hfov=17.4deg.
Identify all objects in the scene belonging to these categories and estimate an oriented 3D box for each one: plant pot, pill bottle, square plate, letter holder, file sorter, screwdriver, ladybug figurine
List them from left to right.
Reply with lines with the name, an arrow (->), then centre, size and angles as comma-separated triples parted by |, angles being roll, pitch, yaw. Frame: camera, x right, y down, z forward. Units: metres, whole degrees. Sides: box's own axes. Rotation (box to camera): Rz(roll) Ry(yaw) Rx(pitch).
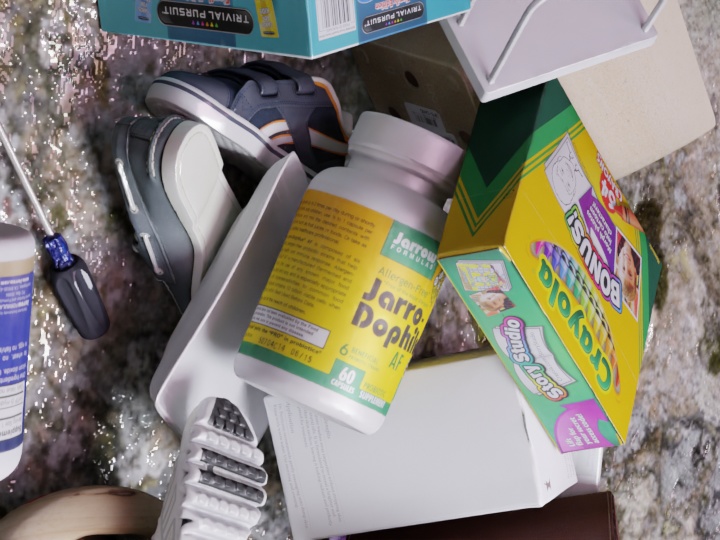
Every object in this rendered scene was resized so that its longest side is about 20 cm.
pill bottle -> -0.261, 0.072, 1.424 | 0.119, 0.119, 0.202 | -3, 102, -47
screwdriver -> -0.208, -0.034, 1.523 | 0.029, 0.028, 0.201 | -76, 150, -47
ladybug figurine -> -0.188, 0.208, 1.569 | 0.199, 0.072, 0.137 | 10, 90, -48
square plate -> -0.080, 0.040, 1.638 | 0.201, 0.028, 0.198 | -62, 159, -17
pill bottle -> 0.000, 0.000, 1.599 | 0.113, 0.112, 0.201 | 29, 82, -46
letter holder -> 0.090, 0.234, 1.671 | 0.142, 0.198, 0.101 | -63, 144, -80
plant pot -> 0.111, -0.156, 1.735 | 0.177, 0.199, 0.201 | -39, 126, -23
file sorter -> 0.111, -0.244, 1.561 | 0.138, 0.125, 0.201 | -19, 71, -22

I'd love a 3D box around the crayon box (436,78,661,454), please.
crayon box -> 0.134, -0.006, 1.613 | 0.200, 0.058, 0.173 | 55, 35, -35

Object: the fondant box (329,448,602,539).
fondant box -> 0.078, 0.175, 1.765 | 0.058, 0.198, 0.146 | -53, 148, -80

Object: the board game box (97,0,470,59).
board game box -> -0.051, -0.183, 1.534 | 0.150, 0.199, 0.047 | -21, 113, -42

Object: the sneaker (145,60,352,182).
sneaker -> -0.073, -0.112, 1.620 | 0.200, 0.078, 0.080 | 32, 80, -57

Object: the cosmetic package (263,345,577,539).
cosmetic package -> 0.042, 0.120, 1.668 | 0.081, 0.199, 0.114 | -16, 96, -66

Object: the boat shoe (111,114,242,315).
boat shoe -> -0.123, -0.032, 1.592 | 0.201, 0.061, 0.073 | 80, 32, -51

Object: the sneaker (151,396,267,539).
sneaker -> -0.113, 0.178, 1.542 | 0.075, 0.081, 0.201 | 31, 55, -41
